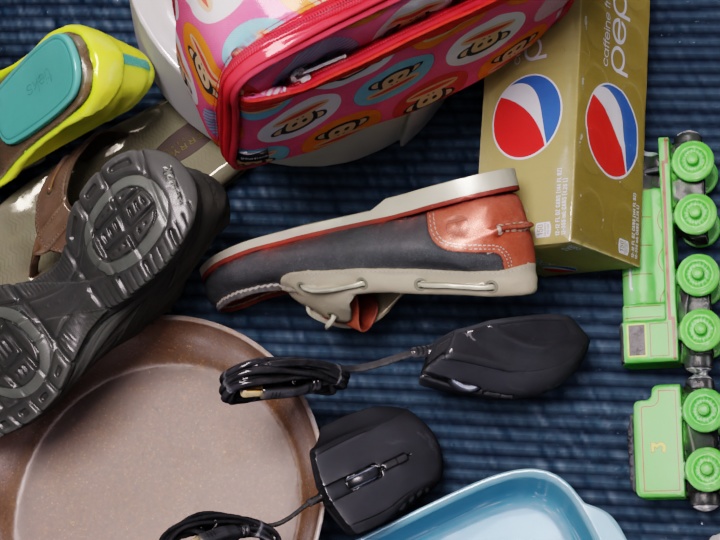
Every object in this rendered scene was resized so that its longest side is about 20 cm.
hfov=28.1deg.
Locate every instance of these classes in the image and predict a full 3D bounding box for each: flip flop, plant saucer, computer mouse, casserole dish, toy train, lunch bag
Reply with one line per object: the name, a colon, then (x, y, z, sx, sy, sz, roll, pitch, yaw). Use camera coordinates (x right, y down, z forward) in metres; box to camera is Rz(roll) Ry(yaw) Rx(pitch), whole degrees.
flip flop: (-0.141, -0.042, 0.802, 0.199, 0.058, 0.081, -35, 76, -2)
plant saucer: (-0.111, 0.123, 0.759, 0.198, 0.035, 0.203, -5, 66, 11)
computer mouse: (0.026, 0.054, 0.726, 0.198, 0.059, 0.034, -7, 73, -17)
computer mouse: (-0.019, 0.109, 0.697, 0.034, 0.199, 0.059, -28, 85, 39)
casserole dish: (0.048, 0.184, 0.739, 0.198, 0.039, 0.122, -26, 76, 2)
toy train: (0.164, 0.025, 0.759, 0.056, 0.042, 0.203, -4, 77, 17)
lunch bag: (0.012, -0.133, 0.655, 0.198, 0.176, 0.083, -26, 79, -11)

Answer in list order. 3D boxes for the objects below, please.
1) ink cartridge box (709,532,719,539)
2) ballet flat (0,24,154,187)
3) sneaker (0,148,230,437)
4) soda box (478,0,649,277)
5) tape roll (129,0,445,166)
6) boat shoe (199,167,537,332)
ink cartridge box: (0.219, 0.238, 0.681, 0.199, 0.085, 0.146, 33, 84, 11)
ballet flat: (-0.189, -0.083, 0.804, 0.199, 0.067, 0.068, -19, 84, 39)
sneaker: (-0.141, 0.020, 0.756, 0.199, 0.091, 0.076, -39, 77, 17)
soda box: (0.110, -0.103, 0.767, 0.064, 0.067, 0.203, -7, 74, 42)
tape roll: (-0.029, -0.162, 0.788, 0.200, 0.071, 0.205, 1, 75, -5)
boat shoe: (0.000, 0.000, 0.747, 0.198, 0.071, 0.063, -14, 91, 31)
